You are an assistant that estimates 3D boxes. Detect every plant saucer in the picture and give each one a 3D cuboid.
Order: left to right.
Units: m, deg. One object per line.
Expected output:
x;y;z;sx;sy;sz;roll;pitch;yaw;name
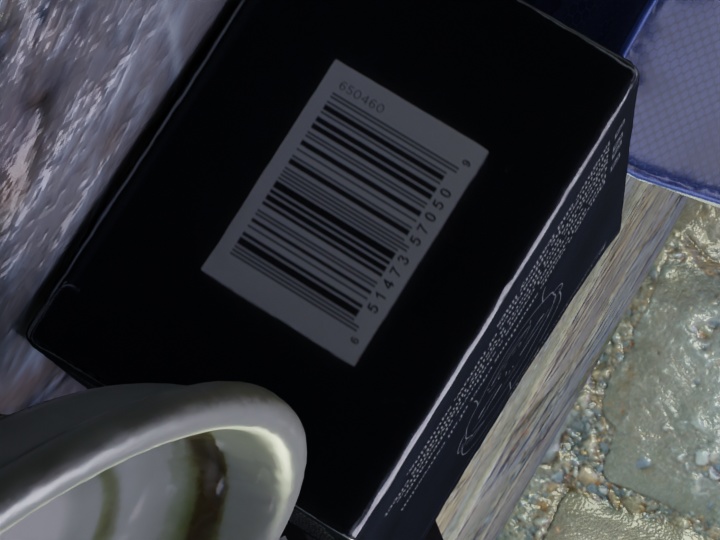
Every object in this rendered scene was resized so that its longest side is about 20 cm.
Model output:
-0.101;0.088;0.584;0.200;0.050;0.200;-39;160;-17;plant saucer

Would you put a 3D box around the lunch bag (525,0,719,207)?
0.118;-0.117;0.844;0.136;0.132;0.200;18;108;-39;lunch bag

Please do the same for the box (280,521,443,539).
0.005;0.151;1.035;0.050;0.199;0.200;-25;178;13;box

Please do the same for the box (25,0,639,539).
0.000;0.000;0.748;0.149;0.107;0.200;-58;170;-7;box
